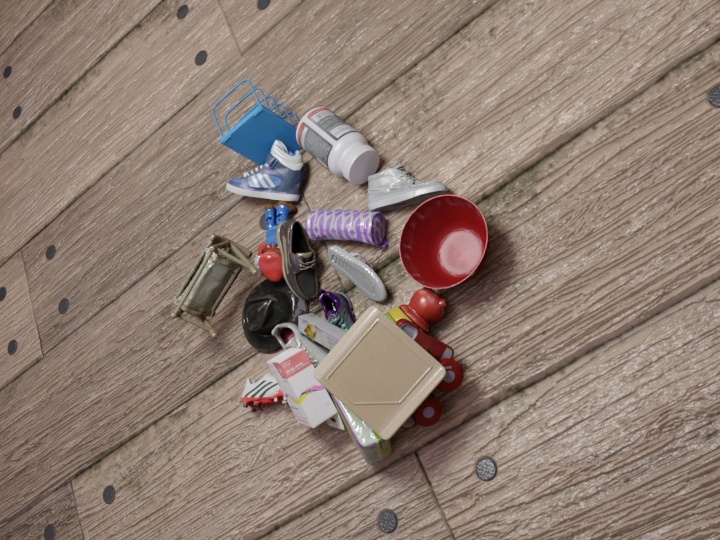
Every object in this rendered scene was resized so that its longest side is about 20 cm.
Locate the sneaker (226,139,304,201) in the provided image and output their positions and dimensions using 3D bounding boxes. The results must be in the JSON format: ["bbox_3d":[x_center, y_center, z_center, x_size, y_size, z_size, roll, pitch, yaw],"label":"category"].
[{"bbox_3d":[-0.236,-0.257,1.874,0.200,0.081,0.147,10,101,14],"label":"sneaker"}]

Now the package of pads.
[{"bbox_3d":[-0.007,0.302,1.585,0.068,0.155,0.200,-26,61,-9],"label":"package of pads"}]

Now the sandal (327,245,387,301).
[{"bbox_3d":[0.000,-0.005,1.715,0.050,0.083,0.203,-30,51,-28],"label":"sandal"}]

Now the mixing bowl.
[{"bbox_3d":[0.193,-0.050,1.578,0.200,0.108,0.201,-8,75,29],"label":"mixing bowl"}]

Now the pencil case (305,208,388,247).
[{"bbox_3d":[-0.035,-0.098,1.746,0.200,0.084,0.086,5,118,34],"label":"pencil case"}]

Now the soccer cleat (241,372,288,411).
[{"bbox_3d":[-0.193,0.277,1.755,0.200,0.069,0.085,-14,57,26],"label":"soccer cleat"}]

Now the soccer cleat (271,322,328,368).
[{"bbox_3d":[-0.126,0.192,1.714,0.200,0.086,0.070,37,98,24],"label":"soccer cleat"}]

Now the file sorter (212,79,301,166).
[{"bbox_3d":[-0.252,-0.364,1.872,0.139,0.200,0.123,-36,60,19],"label":"file sorter"}]

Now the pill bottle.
[{"bbox_3d":[-0.054,-0.296,1.784,0.200,0.116,0.116,43,101,31],"label":"pill bottle"}]

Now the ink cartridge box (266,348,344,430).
[{"bbox_3d":[-0.120,0.273,1.634,0.067,0.116,0.200,-29,95,-21],"label":"ink cartridge box"}]

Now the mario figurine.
[{"bbox_3d":[-0.200,-0.063,1.853,0.123,0.106,0.200,136,141,-59],"label":"mario figurine"}]

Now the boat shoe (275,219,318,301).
[{"bbox_3d":[-0.145,-0.025,1.761,0.073,0.074,0.200,-19,92,58],"label":"boat shoe"}]

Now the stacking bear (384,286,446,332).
[{"bbox_3d":[0.099,0.122,1.593,0.200,0.114,0.121,-47,41,3],"label":"stacking bear"}]

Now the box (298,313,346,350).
[{"bbox_3d":[-0.074,0.140,1.643,0.200,0.041,0.039,21,116,54],"label":"box"}]

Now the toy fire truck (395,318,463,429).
[{"bbox_3d":[0.097,0.214,1.517,0.200,0.168,0.112,-60,18,4],"label":"toy fire truck"}]

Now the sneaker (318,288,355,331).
[{"bbox_3d":[-0.044,0.134,1.686,0.074,0.087,0.200,-37,62,18],"label":"sneaker"}]

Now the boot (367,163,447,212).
[{"bbox_3d":[0.100,-0.198,1.690,0.200,0.074,0.096,-11,79,30],"label":"boot"}]

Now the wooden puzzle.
[{"bbox_3d":[0.037,0.199,1.460,0.200,0.037,0.185,42,93,7],"label":"wooden puzzle"}]

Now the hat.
[{"bbox_3d":[-0.230,0.097,1.812,0.200,0.081,0.201,-9,72,29],"label":"hat"}]

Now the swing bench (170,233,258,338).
[{"bbox_3d":[-0.364,0.029,1.834,0.199,0.130,0.200,-58,20,6],"label":"swing bench"}]
